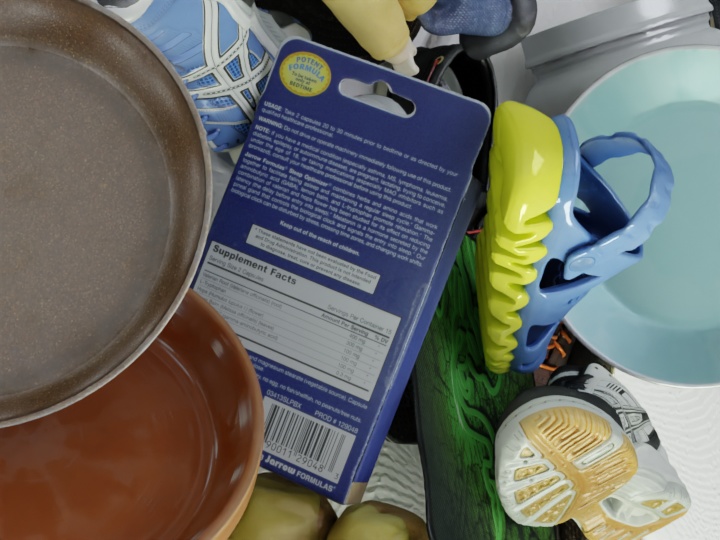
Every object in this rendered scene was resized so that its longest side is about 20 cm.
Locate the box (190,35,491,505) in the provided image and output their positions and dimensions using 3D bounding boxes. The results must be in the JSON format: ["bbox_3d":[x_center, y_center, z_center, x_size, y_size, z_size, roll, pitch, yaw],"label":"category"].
[{"bbox_3d":[-0.019,-0.002,0.776,0.202,0.120,0.032,-68,161,0],"label":"box"}]

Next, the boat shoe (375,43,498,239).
[{"bbox_3d":[0.042,-0.036,0.929,0.073,0.063,0.204,18,71,-43],"label":"boat shoe"}]

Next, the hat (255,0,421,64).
[{"bbox_3d":[0.000,-0.222,0.911,0.199,0.080,0.203,11,74,-41],"label":"hat"}]

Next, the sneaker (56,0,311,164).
[{"bbox_3d":[-0.080,-0.100,0.786,0.200,0.075,0.078,11,82,-63],"label":"sneaker"}]

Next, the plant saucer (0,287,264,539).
[{"bbox_3d":[-0.140,0.068,0.669,0.200,0.199,0.033,-46,156,-39],"label":"plant saucer"}]

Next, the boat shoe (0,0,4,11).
[{"bbox_3d":[-0.148,-0.164,0.774,0.064,0.071,0.200,36,59,9],"label":"boat shoe"}]

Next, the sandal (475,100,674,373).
[{"bbox_3d":[0.102,-0.008,0.793,0.086,0.201,0.080,-2,62,-4],"label":"sandal"}]

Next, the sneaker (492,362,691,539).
[{"bbox_3d":[0.111,0.088,0.852,0.200,0.075,0.088,38,28,-58],"label":"sneaker"}]

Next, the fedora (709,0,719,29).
[{"bbox_3d":[0.265,-0.139,1.138,0.200,0.091,0.203,26,54,-43],"label":"fedora"}]

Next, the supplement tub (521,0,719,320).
[{"bbox_3d":[0.188,-0.070,1.018,0.144,0.144,0.202,-21,96,-44],"label":"supplement tub"}]

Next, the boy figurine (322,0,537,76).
[{"bbox_3d":[0.006,-0.160,0.823,0.198,0.064,0.126,6,68,-39],"label":"boy figurine"}]

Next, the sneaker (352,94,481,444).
[{"bbox_3d":[0.000,0.000,0.858,0.086,0.080,0.202,3,67,-63],"label":"sneaker"}]

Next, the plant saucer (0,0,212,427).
[{"bbox_3d":[-0.160,-0.027,0.670,0.198,0.032,0.203,0,71,1],"label":"plant saucer"}]

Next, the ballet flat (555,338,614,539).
[{"bbox_3d":[0.133,0.129,0.975,0.046,0.067,0.202,10,79,-23],"label":"ballet flat"}]

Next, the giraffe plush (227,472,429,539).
[{"bbox_3d":[-0.059,0.198,0.728,0.200,0.171,0.164,-25,125,-70],"label":"giraffe plush"}]

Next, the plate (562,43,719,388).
[{"bbox_3d":[0.197,-0.032,0.937,0.198,0.026,0.203,0,94,0],"label":"plate"}]

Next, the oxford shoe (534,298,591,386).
[{"bbox_3d":[0.099,0.038,0.959,0.071,0.072,0.202,14,72,-41],"label":"oxford shoe"}]

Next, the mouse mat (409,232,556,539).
[{"bbox_3d":[0.064,0.067,0.839,0.161,0.007,0.202,34,44,-53],"label":"mouse mat"}]
